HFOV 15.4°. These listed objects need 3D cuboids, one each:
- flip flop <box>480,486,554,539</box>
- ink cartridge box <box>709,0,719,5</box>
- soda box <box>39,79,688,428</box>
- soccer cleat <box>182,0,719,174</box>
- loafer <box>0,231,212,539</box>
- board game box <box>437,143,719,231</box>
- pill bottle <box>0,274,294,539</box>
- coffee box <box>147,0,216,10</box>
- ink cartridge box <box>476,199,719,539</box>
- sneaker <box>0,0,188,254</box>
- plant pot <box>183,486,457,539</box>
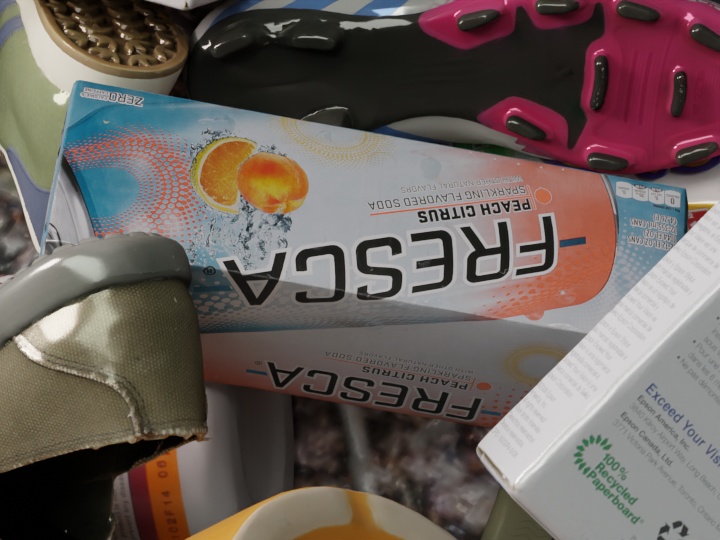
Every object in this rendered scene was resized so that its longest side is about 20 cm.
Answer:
[{"bbox_3d":[0.078,0.049,0.900,0.081,0.058,0.201,11,66,16],"label":"flip flop"},{"bbox_3d":[0.197,-0.106,0.892,0.144,0.084,0.200,-28,65,-25],"label":"ink cartridge box"},{"bbox_3d":[0.000,0.000,0.837,0.199,0.068,0.064,9,56,-6],"label":"soda box"},{"bbox_3d":[0.040,-0.077,0.903,0.199,0.086,0.070,2,113,7],"label":"soccer cleat"},{"bbox_3d":[-0.117,0.065,0.796,0.200,0.075,0.070,-39,66,35],"label":"loafer"},{"bbox_3d":[0.073,-0.049,0.933,0.199,0.030,0.096,3,48,14],"label":"board game box"},{"bbox_3d":[-0.130,0.058,0.919,0.199,0.113,0.113,-4,71,11],"label":"pill bottle"},{"bbox_3d":[-0.060,-0.153,0.924,0.114,0.200,0.080,17,109,17],"label":"coffee box"},{"bbox_3d":[0.168,0.049,0.815,0.200,0.196,0.043,-45,27,1],"label":"ink cartridge box"},{"bbox_3d":[-0.106,-0.070,0.955,0.067,0.200,0.090,8,113,-15],"label":"sneaker"},{"bbox_3d":[-0.040,0.163,0.779,0.183,0.200,0.201,-44,62,37],"label":"plant pot"}]
